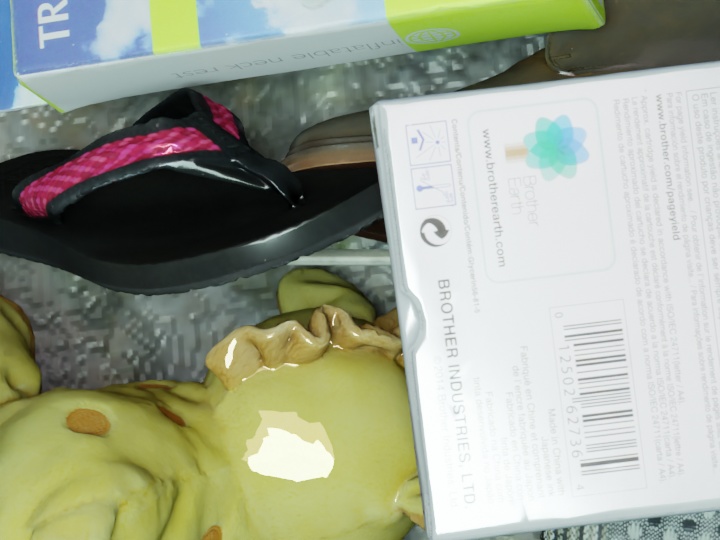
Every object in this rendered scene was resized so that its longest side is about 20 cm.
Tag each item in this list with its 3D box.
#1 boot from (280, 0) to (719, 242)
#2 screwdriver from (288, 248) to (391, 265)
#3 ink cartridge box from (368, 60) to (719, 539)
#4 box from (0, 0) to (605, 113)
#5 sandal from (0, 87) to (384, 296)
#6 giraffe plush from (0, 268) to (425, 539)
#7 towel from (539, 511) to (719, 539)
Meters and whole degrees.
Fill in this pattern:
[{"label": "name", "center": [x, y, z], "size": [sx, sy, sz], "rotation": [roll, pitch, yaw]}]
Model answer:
[{"label": "boot", "center": [0.071, -0.065, 0.779], "size": [0.200, 0.075, 0.097], "rotation": [-4, 66, -1]}, {"label": "screwdriver", "center": [0.000, 0.000, 0.727], "size": [0.200, 0.028, 0.029], "rotation": [-4, 71, 21]}, {"label": "ink cartridge box", "center": [0.109, 0.002, 0.662], "size": [0.200, 0.042, 0.120], "rotation": [-7, 88, 3]}, {"label": "box", "center": [-0.032, -0.122, 0.751], "size": [0.200, 0.048, 0.122], "rotation": [-8, 79, 13]}, {"label": "sandal", "center": [-0.072, -0.029, 0.744], "size": [0.200, 0.075, 0.045], "rotation": [7, 116, 46]}, {"label": "giraffe plush", "center": [-0.050, 0.063, 0.733], "size": [0.162, 0.200, 0.173], "rotation": [-12, 68, -24]}, {"label": "towel", "center": [0.155, 0.060, 0.714], "size": [0.200, 0.035, 0.193], "rotation": [11, 102, 11]}]
